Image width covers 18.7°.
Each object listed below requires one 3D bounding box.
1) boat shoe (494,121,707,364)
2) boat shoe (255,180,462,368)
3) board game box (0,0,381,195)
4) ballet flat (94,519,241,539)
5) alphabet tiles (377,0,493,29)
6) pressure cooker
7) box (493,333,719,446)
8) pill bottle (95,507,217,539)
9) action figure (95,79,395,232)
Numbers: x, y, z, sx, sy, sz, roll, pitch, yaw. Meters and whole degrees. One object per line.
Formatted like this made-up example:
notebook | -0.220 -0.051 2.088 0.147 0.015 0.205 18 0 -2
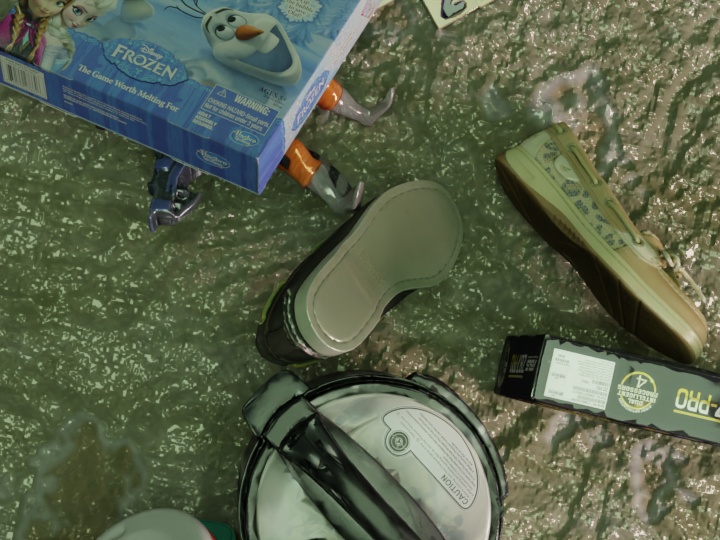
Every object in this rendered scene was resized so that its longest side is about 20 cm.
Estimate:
boat shoe | 0.171 -0.023 1.472 0.063 0.073 0.200 -36 66 -11
boat shoe | 0.000 0.000 1.450 0.060 0.201 0.072 -24 100 39
board game box | -0.107 -0.169 1.426 0.199 0.044 0.200 23 58 13
ballet flat | -0.175 0.213 1.480 0.198 0.069 0.063 -7 117 -2
alphabet tiles | 0.049 -0.279 1.527 0.166 0.006 0.201 -29 91 -4
pressure cooker | 0.006 0.154 1.418 0.174 0.200 0.180 4 88 -2
box | 0.198 0.084 1.454 0.198 0.161 0.050 13 89 -5
pill bottle | -0.097 0.253 1.416 0.112 0.112 0.200 -39 129 -4
action figure | -0.089 -0.082 1.462 0.192 0.105 0.201 17 57 1
